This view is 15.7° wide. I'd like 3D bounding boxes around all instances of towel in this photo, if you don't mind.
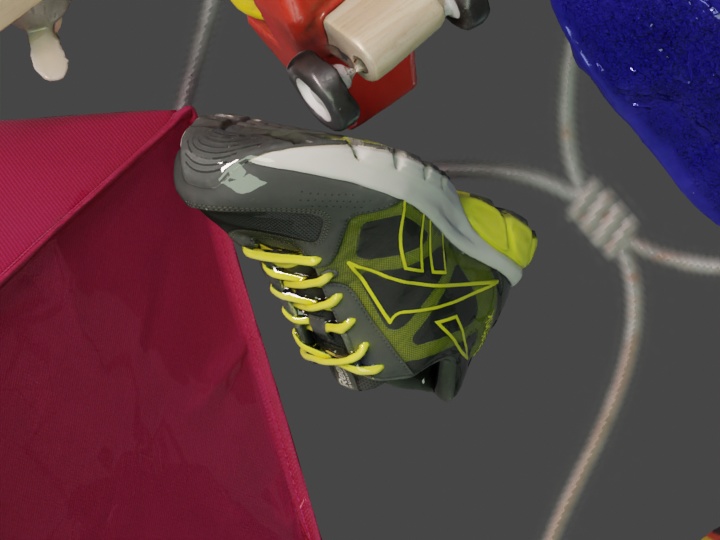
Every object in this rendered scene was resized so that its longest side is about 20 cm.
[{"bbox_3d":[0.176,-0.083,0.938,0.148,0.050,0.200,44,141,-22],"label":"towel"}]

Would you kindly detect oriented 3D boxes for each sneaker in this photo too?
[{"bbox_3d":[0.000,0.000,0.954,0.200,0.074,0.085,21,84,-53],"label":"sneaker"}]

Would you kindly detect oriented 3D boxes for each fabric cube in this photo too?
[{"bbox_3d":[-0.160,0.072,0.937,0.199,0.196,0.200,-2,117,28],"label":"fabric cube"}]

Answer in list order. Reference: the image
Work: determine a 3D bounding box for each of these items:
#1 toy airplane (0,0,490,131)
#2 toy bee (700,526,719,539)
[{"bbox_3d":[-0.050,-0.156,0.901,0.200,0.141,0.200,5,106,-34],"label":"toy airplane"},{"bbox_3d":[0.243,0.125,1.070,0.200,0.109,0.131,21,122,16],"label":"toy bee"}]
